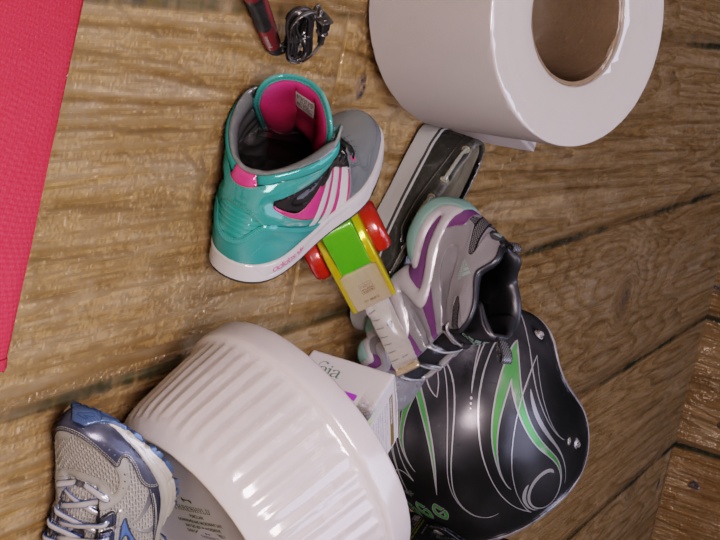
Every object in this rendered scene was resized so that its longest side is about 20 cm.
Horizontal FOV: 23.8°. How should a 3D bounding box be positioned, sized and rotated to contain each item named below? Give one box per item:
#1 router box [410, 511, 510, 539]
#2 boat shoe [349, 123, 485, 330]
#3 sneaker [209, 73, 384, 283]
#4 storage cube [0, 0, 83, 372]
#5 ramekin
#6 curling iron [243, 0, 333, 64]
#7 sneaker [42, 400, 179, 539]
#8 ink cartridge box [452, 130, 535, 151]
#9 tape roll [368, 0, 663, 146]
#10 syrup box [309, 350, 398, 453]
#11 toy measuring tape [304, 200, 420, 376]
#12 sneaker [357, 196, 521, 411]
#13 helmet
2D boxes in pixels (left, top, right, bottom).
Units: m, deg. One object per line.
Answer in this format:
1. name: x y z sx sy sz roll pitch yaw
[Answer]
1. router box: 0.084 0.298 1.649 0.200 0.149 0.063 -24 127 -77
2. boat shoe: 0.050 -0.035 1.487 0.201 0.063 0.071 -67 158 -16
3. sneaker: -0.039 -0.091 1.206 0.200 0.083 0.121 -50 158 -45
4. storage cube: -0.224 -0.063 0.617 0.200 0.170 0.181 -2 106 -68
5. ramekin: -0.072 0.144 1.129 0.105 0.200 0.201 -37 142 -29
6. curling iron: -0.066 -0.198 1.120 0.049 0.026 0.200 -34 149 0
7. sneaker: -0.164 0.169 1.080 0.085 0.077 0.201 -51 149 -37
8. ink cartridge box: 0.132 -0.223 1.536 0.201 0.084 0.146 -71 158 -3
9. tape roll: 0.124 -0.205 1.349 0.202 0.139 0.204 -10 105 -41
10. syrup box: -0.046 0.161 1.365 0.200 0.078 0.082 -54 151 -42
11. toy measuring tape: 0.000 0.000 1.354 0.074 0.073 0.200 -61 142 -30
12. sneaker: 0.076 0.053 1.412 0.077 0.140 0.201 0 116 -39
13. helmet: 0.100 0.128 1.564 0.200 0.199 0.191 -52 123 -45
